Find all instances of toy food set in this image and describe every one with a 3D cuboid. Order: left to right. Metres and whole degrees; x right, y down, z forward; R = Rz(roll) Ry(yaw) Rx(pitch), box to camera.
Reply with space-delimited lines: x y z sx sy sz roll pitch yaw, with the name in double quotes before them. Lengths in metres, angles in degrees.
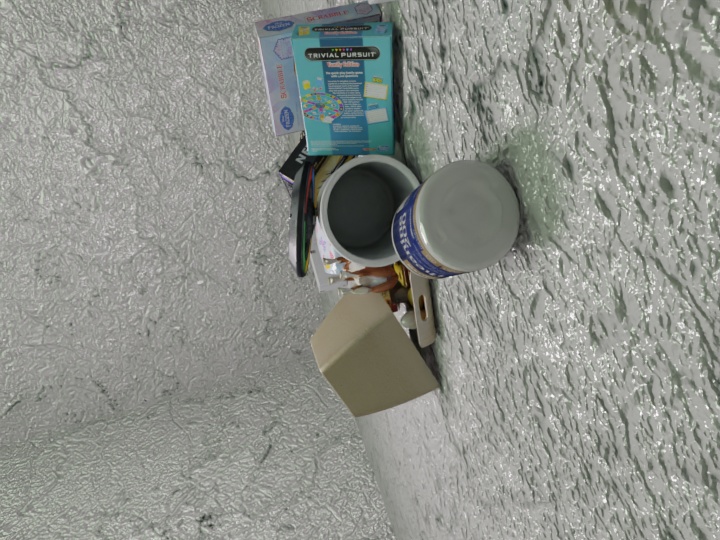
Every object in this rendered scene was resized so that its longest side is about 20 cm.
"toy food set" 0.081 0.033 1.060 0.200 0.059 0.147 -125 22 -66

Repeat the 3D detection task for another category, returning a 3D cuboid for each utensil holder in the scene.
"utensil holder" 0.007 -0.102 0.976 0.200 0.166 0.174 -144 40 -79

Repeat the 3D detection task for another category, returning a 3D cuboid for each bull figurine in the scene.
"bull figurine" 0.000 0.000 1.072 0.200 0.119 0.067 -155 56 -70

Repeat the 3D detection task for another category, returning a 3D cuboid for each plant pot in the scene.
"plant pot" 0.012 0.163 1.140 0.202 0.175 0.200 56 180 -24

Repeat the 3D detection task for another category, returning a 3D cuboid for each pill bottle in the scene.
"pill bottle" 0.096 -0.049 0.663 0.200 0.108 0.114 152 103 -81

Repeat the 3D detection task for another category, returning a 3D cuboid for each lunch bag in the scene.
"lunch bag" -0.062 -0.090 1.585 0.200 0.124 0.174 -99 -2 -79

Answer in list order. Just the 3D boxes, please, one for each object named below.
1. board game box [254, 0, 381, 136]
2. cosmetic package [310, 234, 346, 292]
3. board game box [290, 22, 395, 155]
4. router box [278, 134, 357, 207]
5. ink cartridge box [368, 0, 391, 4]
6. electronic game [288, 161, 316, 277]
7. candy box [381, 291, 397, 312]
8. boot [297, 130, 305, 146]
"board game box" -0.064 -0.331 0.957 0.202 0.195 0.042 90 163 -56
"cosmetic package" -0.126 -0.032 2.127 0.082 0.110 0.204 95 158 -66
"board game box" -0.020 -0.279 0.902 0.203 0.147 0.048 85 -171 -45
"router box" -0.073 -0.226 1.160 0.052 0.202 0.158 29 166 17
"ink cartridge box" 0.052 -0.354 0.545 0.200 0.082 0.148 -130 26 -71
"electronic game" -0.098 -0.090 1.019 0.200 0.041 0.205 -175 90 -89
"candy box" 0.032 -0.011 1.320 0.117 0.054 0.203 86 167 -51
"boot" -0.094 -0.299 1.281 0.202 0.065 0.177 -74 11 -52
